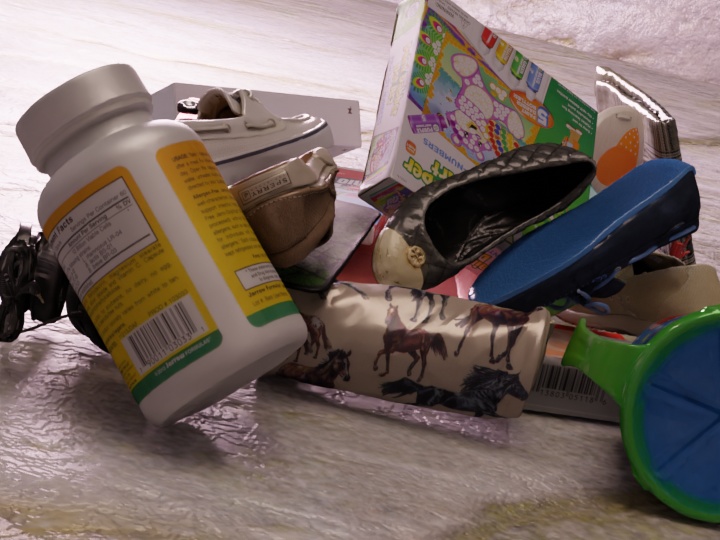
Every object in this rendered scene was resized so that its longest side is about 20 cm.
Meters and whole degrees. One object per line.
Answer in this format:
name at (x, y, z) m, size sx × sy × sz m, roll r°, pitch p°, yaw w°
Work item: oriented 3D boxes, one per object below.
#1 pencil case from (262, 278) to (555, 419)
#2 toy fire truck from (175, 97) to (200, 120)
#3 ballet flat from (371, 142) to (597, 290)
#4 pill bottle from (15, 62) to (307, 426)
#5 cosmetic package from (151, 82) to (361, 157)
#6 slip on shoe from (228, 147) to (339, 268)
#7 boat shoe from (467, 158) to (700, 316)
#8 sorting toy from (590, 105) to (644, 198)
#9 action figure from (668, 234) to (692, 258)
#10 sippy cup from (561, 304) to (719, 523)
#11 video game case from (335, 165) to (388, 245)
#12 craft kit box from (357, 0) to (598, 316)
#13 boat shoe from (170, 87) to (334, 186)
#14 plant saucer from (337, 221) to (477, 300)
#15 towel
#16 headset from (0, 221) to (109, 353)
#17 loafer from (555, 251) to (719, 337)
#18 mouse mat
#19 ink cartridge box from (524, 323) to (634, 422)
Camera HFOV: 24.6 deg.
pencil case at (0.031, 0.046, 1.114) m, size 0.198 × 0.078 × 0.090 m, roll 10°, pitch 45°, yaw 2°
toy fire truck at (-0.096, -0.078, 1.326) m, size 0.140 × 0.049 × 0.200 m, roll 9°, pitch 27°, yaw 4°
ballet flat at (0.087, -0.044, 1.188) m, size 0.199 × 0.067 × 0.057 m, roll -32°, pitch 12°, yaw -29°
pill bottle at (-0.125, -0.018, 0.996) m, size 0.201 × 0.113 × 0.113 m, roll 59°, pitch 28°, yaw 7°
cosmetic package at (-0.121, -0.129, 1.552) m, size 0.199 × 0.052 × 0.150 m, roll 2°, pitch -11°, yaw -34°
slip on shoe at (-0.045, -0.041, 1.106) m, size 0.076 × 0.061 × 0.200 m, roll -25°, pitch 4°, yaw 2°
boat shoe at (0.174, -0.006, 1.205) m, size 0.199 × 0.069 × 0.084 m, roll -29°, pitch 26°, yaw -9°
sorting toy at (0.133, -0.065, 1.467) m, size 0.199 × 0.108 × 0.179 m, roll -20°, pitch -11°, yaw 42°
action figure at (0.206, -0.007, 1.433) m, size 0.198 × 0.100 × 0.065 m, roll 13°, pitch 16°, yaw -11°
sippy cup at (0.228, 0.085, 1.090) m, size 0.139 × 0.179 × 0.130 m, roll -31°, pitch 6°, yaw 2°
video game case at (-0.042, -0.065, 1.427) m, size 0.142 × 0.018 × 0.200 m, roll 10°, pitch 17°, yaw 7°
craft kit box at (0.098, -0.093, 1.295) m, size 0.199 × 0.199 × 0.048 m, roll 31°, pitch -36°, yaw -28°
boat shoe at (-0.089, -0.100, 1.196) m, size 0.071 × 0.070 × 0.200 m, roll -13°, pitch 7°, yaw 37°
plant saucer at (0.000, 0.000, 1.323) m, size 0.198 × 0.037 × 0.200 m, roll 8°, pitch 16°, yaw -2°
towel at (0.262, -0.079, 1.557) m, size 0.034 × 0.194 × 0.200 m, roll -14°, pitch 23°, yaw -5°
headset at (-0.186, -0.001, 1.093) m, size 0.123 × 0.095 × 0.200 m, roll 17°, pitch 22°, yaw 14°
loafer at (0.221, 0.019, 1.290) m, size 0.075 × 0.069 × 0.200 m, roll 9°, pitch 2°, yaw -30°
mouse mat at (-0.079, -0.032, 1.153) m, size 0.160 × 0.008 × 0.200 m, roll 13°, pitch 19°, yaw 8°
ink cartridge box at (0.168, 0.057, 1.263) m, size 0.161 × 0.050 × 0.200 m, roll 9°, pitch 19°, yaw -14°
